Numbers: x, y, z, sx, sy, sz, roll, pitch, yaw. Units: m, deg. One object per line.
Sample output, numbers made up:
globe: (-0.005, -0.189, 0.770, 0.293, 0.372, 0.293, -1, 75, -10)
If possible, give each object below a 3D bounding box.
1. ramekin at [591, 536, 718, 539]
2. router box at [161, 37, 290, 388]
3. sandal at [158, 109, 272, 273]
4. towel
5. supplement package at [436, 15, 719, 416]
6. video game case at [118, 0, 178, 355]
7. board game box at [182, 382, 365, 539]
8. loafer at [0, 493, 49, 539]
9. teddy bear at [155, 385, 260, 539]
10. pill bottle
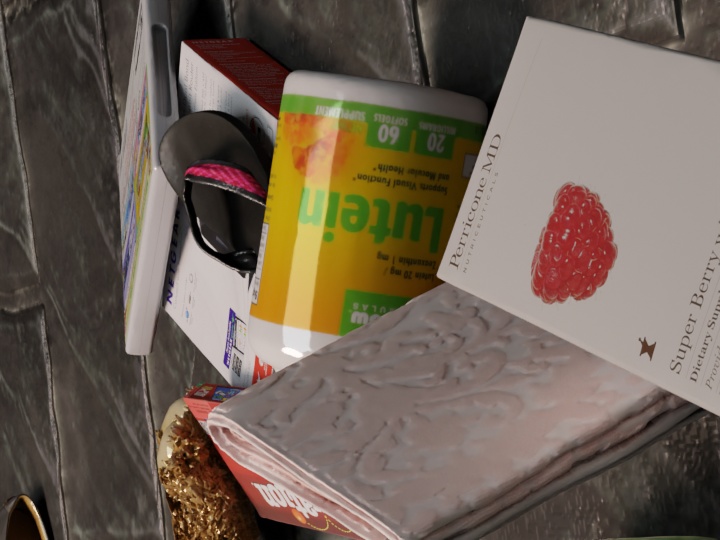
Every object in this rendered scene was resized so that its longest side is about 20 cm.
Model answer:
ramekin: (0.083, 0.177, 0.856, 0.200, 0.200, 0.098, -29, 63, 60)
router box: (-0.069, -0.029, 1.252, 0.179, 0.049, 0.200, 41, 131, 52)
sandal: (-0.072, -0.032, 1.151, 0.200, 0.045, 0.075, 46, 133, 37)
towel: (0.053, 0.057, 0.887, 0.191, 0.200, 0.032, 26, 137, 56)
supplement package: (0.142, -0.014, 0.744, 0.200, 0.120, 0.122, 27, 99, 58)
video game case: (-0.150, -0.071, 1.357, 0.200, 0.022, 0.182, 106, 161, -48)
board game box: (-0.031, 0.119, 1.173, 0.200, 0.019, 0.103, 0, 127, 57)
loafer: (-0.305, 0.300, 1.754, 0.072, 0.073, 0.200, -58, 47, 44)
teddy bear: (-0.094, 0.176, 1.298, 0.145, 0.067, 0.200, 117, 141, -88)
pill bottle: (0.000, 0.000, 1.022, 0.111, 0.111, 0.200, 13, 95, 61)
